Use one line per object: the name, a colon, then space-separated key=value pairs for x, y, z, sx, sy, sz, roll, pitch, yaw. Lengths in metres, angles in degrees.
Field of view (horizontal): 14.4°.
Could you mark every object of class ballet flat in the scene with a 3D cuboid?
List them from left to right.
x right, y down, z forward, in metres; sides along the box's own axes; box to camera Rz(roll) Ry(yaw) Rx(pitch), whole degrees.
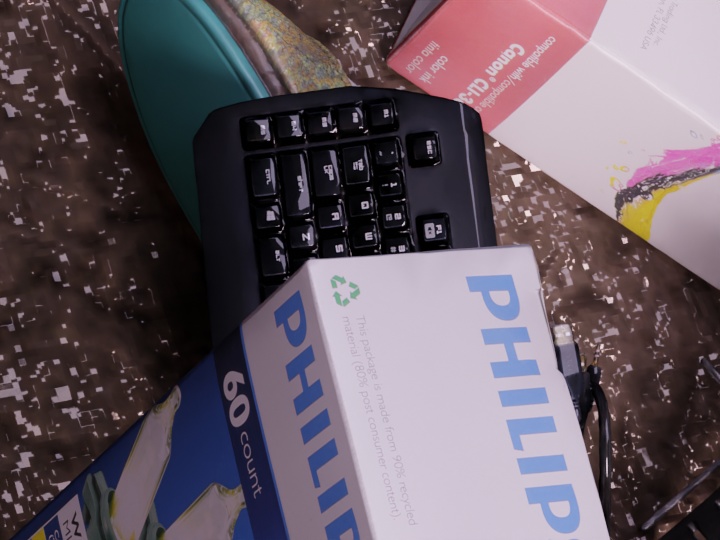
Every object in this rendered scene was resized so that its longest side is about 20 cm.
ballet flat: x=0.000 y=0.000 z=0.774 sx=0.070 sy=0.071 sz=0.201 roll=-24 pitch=85 yaw=-35

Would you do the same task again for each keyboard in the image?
keyboard: x=0.017 y=0.052 z=0.716 sx=0.103 sy=0.040 sz=0.202 roll=-8 pitch=89 yaw=0

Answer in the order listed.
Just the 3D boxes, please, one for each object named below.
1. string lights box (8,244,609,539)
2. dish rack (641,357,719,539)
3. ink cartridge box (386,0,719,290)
string lights box: x=-0.019 y=0.081 z=0.639 sx=0.059 sy=0.200 sz=0.103 roll=-3 pitch=68 yaw=-30
dish rack: x=0.146 y=0.026 z=0.751 sx=0.200 sy=0.153 sz=0.055 roll=-42 pitch=103 yaw=2
ink cartridge box: x=0.121 y=-0.062 z=0.870 sx=0.199 sy=0.067 sz=0.117 roll=34 pitch=56 yaw=-10
